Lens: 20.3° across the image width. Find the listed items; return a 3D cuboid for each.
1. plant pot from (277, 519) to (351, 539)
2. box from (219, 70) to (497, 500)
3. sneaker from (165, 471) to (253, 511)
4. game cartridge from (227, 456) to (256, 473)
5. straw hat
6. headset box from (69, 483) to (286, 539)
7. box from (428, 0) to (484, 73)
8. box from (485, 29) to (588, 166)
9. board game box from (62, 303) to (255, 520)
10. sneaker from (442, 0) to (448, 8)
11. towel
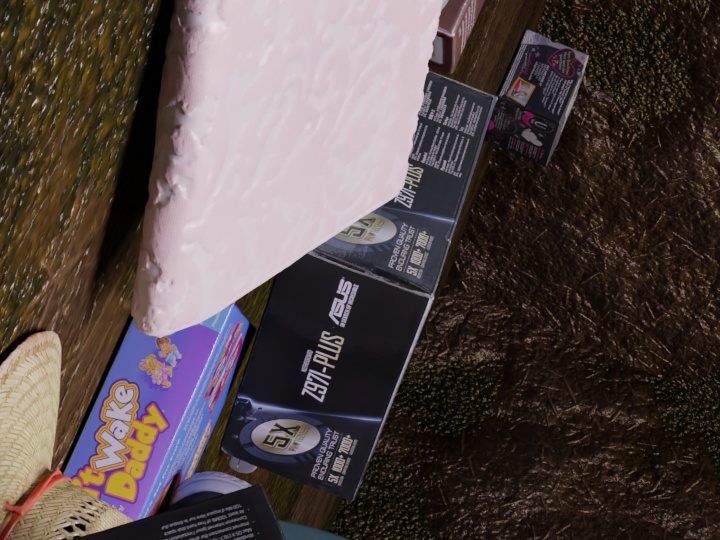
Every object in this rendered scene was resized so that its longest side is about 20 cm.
[{"bbox_3d":[-0.066,0.267,1.444,0.141,0.198,0.142,-59,171,-58],"label":"plant pot"},{"bbox_3d":[0.000,0.000,1.159,0.201,0.085,0.165,-69,180,-50],"label":"box"},{"bbox_3d":[-0.101,0.209,1.042,0.114,0.075,0.202,-57,163,-58],"label":"sneaker"},{"bbox_3d":[-0.051,0.048,1.575,0.134,0.040,0.201,-66,177,-58],"label":"game cartridge"},{"bbox_3d":[-0.130,0.132,0.812,0.201,0.084,0.203,23,90,-84],"label":"straw hat"},{"bbox_3d":[-0.109,0.183,0.714,0.201,0.173,0.093,108,-37,-53],"label":"headset box"},{"bbox_3d":[0.070,-0.245,1.339,0.100,0.074,0.201,79,36,-80],"label":"box"},{"bbox_3d":[0.282,-0.273,3.200,0.200,0.114,0.133,98,16,-73],"label":"box"},{"bbox_3d":[-0.119,0.106,1.048,0.134,0.044,0.202,77,36,-82],"label":"board game box"},{"bbox_3d":[-0.015,-0.102,1.041,0.200,0.073,0.119,-41,149,-56],"label":"sneaker"},{"bbox_3d":[-0.026,-0.088,0.890,0.191,0.032,0.202,-34,144,-47],"label":"towel"}]
